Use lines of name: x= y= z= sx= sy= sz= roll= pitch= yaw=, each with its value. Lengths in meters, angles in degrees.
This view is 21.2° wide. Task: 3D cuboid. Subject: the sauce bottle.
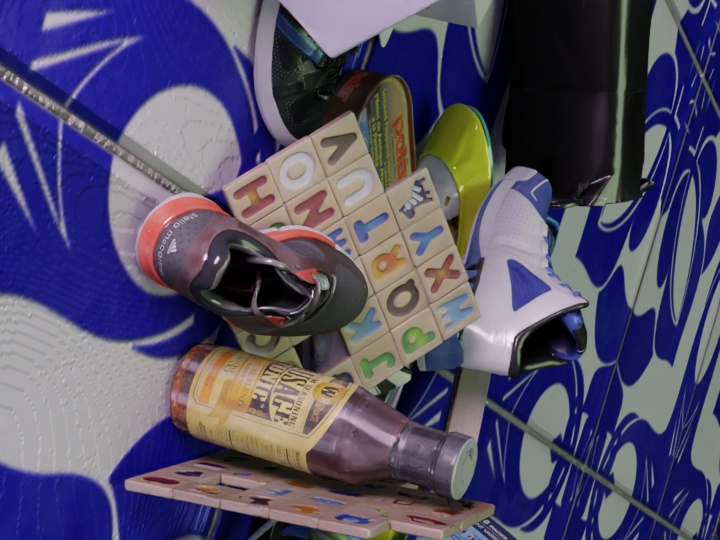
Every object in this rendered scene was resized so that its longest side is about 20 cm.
sauce bottle: x=-0.023 y=0.098 z=1.221 sx=0.066 sy=0.199 sz=0.066 roll=13 pitch=90 yaw=-69

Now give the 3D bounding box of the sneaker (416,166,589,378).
sneaker: x=0.128 y=0.018 z=1.478 sx=0.081 sy=0.115 sz=0.200 roll=92 pitch=20 yaw=-46

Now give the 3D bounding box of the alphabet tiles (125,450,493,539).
alphabet tiles: x=-0.024 y=0.143 z=1.231 sx=0.167 sy=0.199 sz=0.008 roll=-5 pitch=103 yaw=-67

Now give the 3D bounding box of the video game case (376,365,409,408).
video game case: x=-0.004 y=0.147 z=1.464 sx=0.200 sy=0.019 sz=0.143 roll=101 pitch=14 yaw=-62

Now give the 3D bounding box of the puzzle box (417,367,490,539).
puzzle box: x=0.085 y=0.114 z=1.585 sx=0.133 sy=0.025 sz=0.200 roll=103 pitch=2 yaw=-45

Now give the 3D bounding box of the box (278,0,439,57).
box: x=0.007 y=-0.252 z=1.105 sx=0.152 sy=0.106 sz=0.200 roll=46 pitch=53 yaw=-19

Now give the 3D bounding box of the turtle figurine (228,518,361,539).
turtle figurine: x=-0.058 y=0.253 z=1.290 sx=0.144 sy=0.200 sz=0.194 roll=31 pitch=88 yaw=-27

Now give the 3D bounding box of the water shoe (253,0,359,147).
water shoe: x=-0.017 y=-0.168 z=1.226 sx=0.071 sy=0.079 sz=0.201 roll=-33 pitch=133 yaw=-59

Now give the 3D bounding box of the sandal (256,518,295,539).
sandal: x=-0.031 y=0.129 z=1.431 sx=0.075 sy=0.045 sz=0.201 roll=10 pitch=94 yaw=-68

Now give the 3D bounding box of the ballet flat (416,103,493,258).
ballet flat: x=0.064 y=-0.034 z=1.544 sx=0.067 sy=0.067 sz=0.201 roll=-22 pitch=129 yaw=-36

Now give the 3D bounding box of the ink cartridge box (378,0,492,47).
ink cartridge box: x=0.073 y=-0.261 z=1.401 sx=0.200 sy=0.067 sz=0.117 roll=-62 pitch=155 yaw=-31

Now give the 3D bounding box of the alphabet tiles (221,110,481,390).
alphabet tiles: x=-0.015 y=-0.001 z=1.275 sx=0.167 sy=0.008 sz=0.200 roll=-32 pitch=126 yaw=-13

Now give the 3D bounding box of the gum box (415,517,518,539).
gum box: x=0.024 y=0.289 z=1.512 sx=0.200 sy=0.045 sz=0.170 roll=-13 pitch=133 yaw=-54

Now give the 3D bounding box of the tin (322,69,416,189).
tin: x=0.003 y=-0.055 z=1.407 sx=0.112 sy=0.042 sz=0.200 roll=-50 pitch=147 yaw=-40

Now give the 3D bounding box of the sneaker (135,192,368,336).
sneaker: x=-0.052 y=0.014 z=1.192 sx=0.200 sy=0.082 sz=0.077 roll=16 pitch=104 yaw=-50

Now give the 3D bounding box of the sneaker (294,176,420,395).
sneaker: x=0.000 y=0.000 z=1.335 sx=0.087 sy=0.076 sz=0.201 roll=-9 pitch=123 yaw=-18

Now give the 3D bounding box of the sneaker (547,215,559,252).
sneaker: x=0.136 y=-0.020 z=1.696 sx=0.200 sy=0.082 sz=0.074 roll=15 pitch=89 yaw=-70

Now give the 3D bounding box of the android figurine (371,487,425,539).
android figurine: x=0.011 y=0.219 z=1.554 sx=0.182 sy=0.041 sz=0.201 roll=-49 pitch=158 yaw=-62

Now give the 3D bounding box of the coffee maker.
coffee maker: x=0.189 y=-0.160 z=1.628 sx=0.192 sy=0.134 sz=0.201 roll=-75 pitch=165 yaw=-79
